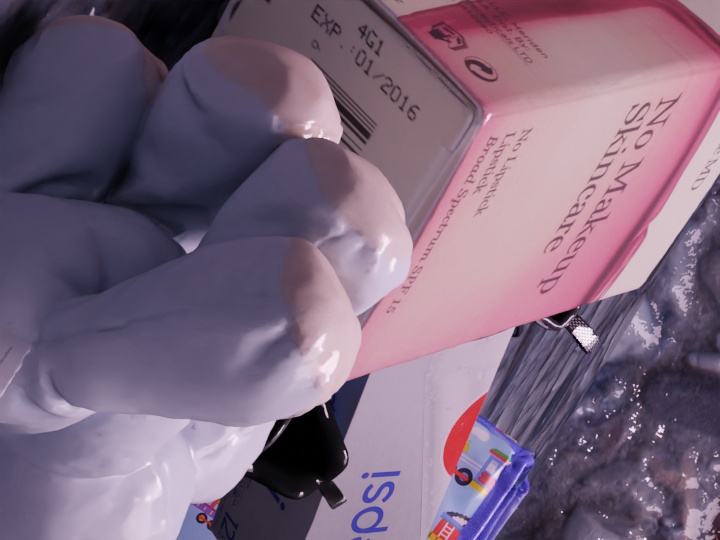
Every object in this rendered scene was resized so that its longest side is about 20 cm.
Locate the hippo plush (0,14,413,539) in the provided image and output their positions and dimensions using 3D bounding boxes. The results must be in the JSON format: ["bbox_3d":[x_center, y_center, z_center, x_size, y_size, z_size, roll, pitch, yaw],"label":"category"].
[{"bbox_3d":[-0.067,0.040,0.854,0.200,0.159,0.161,-52,151,-35],"label":"hippo plush"}]

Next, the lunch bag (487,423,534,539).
[{"bbox_3d":[-0.025,0.146,1.463,0.200,0.150,0.094,-55,169,-13],"label":"lunch bag"}]

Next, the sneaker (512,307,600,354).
[{"bbox_3d":[0.071,0.006,1.521,0.078,0.140,0.200,-56,169,-11],"label":"sneaker"}]

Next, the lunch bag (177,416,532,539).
[{"bbox_3d":[-0.021,0.120,1.375,0.200,0.150,0.094,-56,171,-6],"label":"lunch bag"}]

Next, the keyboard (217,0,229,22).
[{"bbox_3d":[0.002,-0.155,1.100,0.200,0.011,0.056,-53,169,-25],"label":"keyboard"}]

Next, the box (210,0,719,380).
[{"bbox_3d":[0.041,-0.055,0.994,0.200,0.109,0.128,-15,143,-49],"label":"box"}]

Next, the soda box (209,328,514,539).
[{"bbox_3d":[0.006,0.049,1.140,0.068,0.063,0.200,-2,128,-34],"label":"soda box"}]

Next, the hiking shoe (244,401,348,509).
[{"bbox_3d":[-0.057,0.025,1.034,0.074,0.087,0.200,-45,151,2],"label":"hiking shoe"}]
